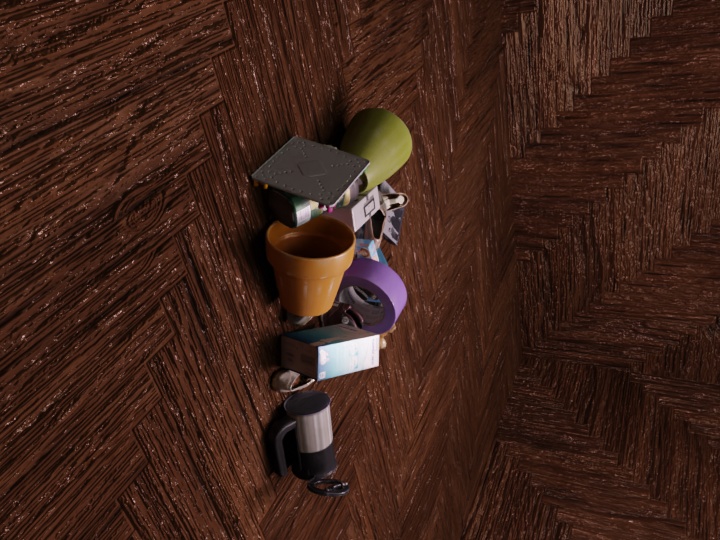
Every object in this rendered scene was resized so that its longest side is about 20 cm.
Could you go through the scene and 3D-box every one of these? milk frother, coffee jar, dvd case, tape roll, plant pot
[{"bbox_3d":[-0.103,0.423,1.483,0.180,0.199,0.189,-32,122,-53],"label":"milk frother"},{"bbox_3d":[-0.103,-0.175,1.407,0.200,0.104,0.086,-28,134,-33],"label":"coffee jar"},{"bbox_3d":[0.086,-0.183,1.945,0.200,0.025,0.151,35,63,-59],"label":"dvd case"},{"bbox_3d":[0.018,0.071,1.661,0.085,0.199,0.201,-54,140,-45],"label":"tape roll"},{"bbox_3d":[-0.118,-0.003,1.408,0.200,0.200,0.184,-47,150,-51],"label":"plant pot"},{"bbox_3d":[0.015,-0.291,1.599,0.200,0.186,0.188,-60,144,-42],"label":"plant pot"}]

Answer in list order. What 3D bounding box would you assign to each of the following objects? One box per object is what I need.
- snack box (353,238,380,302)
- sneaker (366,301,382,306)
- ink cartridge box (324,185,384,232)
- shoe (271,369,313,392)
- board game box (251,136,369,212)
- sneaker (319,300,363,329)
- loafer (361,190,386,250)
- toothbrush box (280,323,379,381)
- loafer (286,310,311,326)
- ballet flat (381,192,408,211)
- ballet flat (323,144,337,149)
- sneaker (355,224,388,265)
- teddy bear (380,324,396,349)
[{"bbox_3d":[0.000,0.000,1.704,0.037,0.116,0.200,-58,143,-42],"label":"snack box"},{"bbox_3d":[0.051,0.044,1.861,0.079,0.075,0.201,-6,100,-65],"label":"sneaker"},{"bbox_3d":[-0.026,-0.174,1.622,0.200,0.116,0.068,-48,137,-52],"label":"ink cartridge box"},{"bbox_3d":[-0.145,0.267,1.530,0.200,0.053,0.070,-9,102,-63],"label":"shoe"},{"bbox_3d":[-0.108,-0.217,1.369,0.200,0.199,0.026,-55,160,-44],"label":"board game box"},{"bbox_3d":[-0.044,0.176,1.647,0.076,0.115,0.201,-39,128,-55],"label":"sneaker"},{"bbox_3d":[0.045,-0.146,1.708,0.063,0.072,0.201,131,-30,-56],"label":"loafer"},{"bbox_3d":[-0.073,0.194,1.497,0.200,0.146,0.086,-7,102,-43],"label":"toothbrush box"},{"bbox_3d":[-0.114,0.074,1.534,0.200,0.075,0.070,-55,141,-41],"label":"loafer"},{"bbox_3d":[0.072,-0.204,1.824,0.200,0.067,0.068,-21,105,-47],"label":"ballet flat"},{"bbox_3d":[-0.113,-0.251,1.492,0.200,0.072,0.072,-58,143,-41],"label":"ballet flat"},{"bbox_3d":[0.010,-0.065,1.767,0.076,0.081,0.201,-22,95,-59],"label":"sneaker"},{"bbox_3d":[0.071,0.163,1.874,0.067,0.145,0.201,33,54,-23],"label":"teddy bear"}]
